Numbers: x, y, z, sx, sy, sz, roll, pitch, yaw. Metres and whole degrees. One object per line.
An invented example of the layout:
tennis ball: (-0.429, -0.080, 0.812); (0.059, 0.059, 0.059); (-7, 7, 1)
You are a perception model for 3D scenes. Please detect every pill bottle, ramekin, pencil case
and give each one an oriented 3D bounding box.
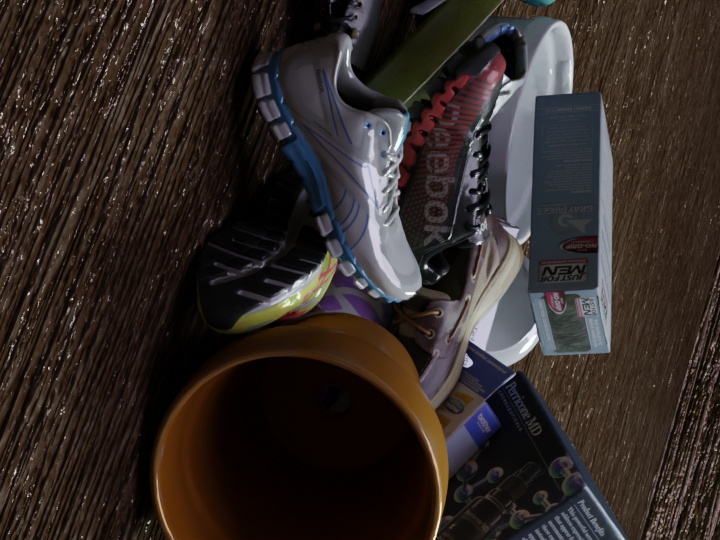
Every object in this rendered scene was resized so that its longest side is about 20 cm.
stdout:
pill bottle: (0.107, 0.034, 1.900); (0.200, 0.112, 0.114); (113, -9, -86)
ramekin: (0.109, -0.129, 1.891); (0.200, 0.104, 0.202); (12, 90, -72)
pencil case: (0.000, 0.000, 1.690); (0.201, 0.083, 0.086); (-61, 178, -38)

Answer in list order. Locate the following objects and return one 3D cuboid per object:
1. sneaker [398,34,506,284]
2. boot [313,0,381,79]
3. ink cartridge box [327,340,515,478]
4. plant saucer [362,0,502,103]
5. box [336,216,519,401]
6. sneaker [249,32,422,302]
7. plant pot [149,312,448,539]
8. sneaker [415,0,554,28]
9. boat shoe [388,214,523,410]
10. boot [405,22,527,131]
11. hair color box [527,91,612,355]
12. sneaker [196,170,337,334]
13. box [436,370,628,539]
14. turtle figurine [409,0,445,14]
sneaker: (0.066, -0.073, 1.570); (0.201, 0.098, 0.071); (-61, 173, 24)
boot: (-0.009, -0.214, 1.500); (0.200, 0.077, 0.139); (35, 67, -71)
ink cartridge box: (0.022, 0.132, 1.647); (0.200, 0.119, 0.042); (-46, 131, -10)
plant saucer: (0.033, -0.150, 1.611); (0.200, 0.031, 0.200); (-45, -175, 5)
box: (0.049, 0.051, 1.771); (0.041, 0.156, 0.202); (20, 82, -29)
sneaker: (0.003, -0.072, 1.479); (0.201, 0.086, 0.075); (62, 22, -15)
plant pot: (-0.029, 0.118, 1.509); (0.183, 0.198, 0.202); (-61, 159, -70)
sneaker: (0.119, -0.250, 1.829); (0.121, 0.083, 0.201); (38, 61, -37)
boat shoe: (0.050, 0.034, 1.636); (0.201, 0.072, 0.072); (-54, 134, -18)
boot: (0.073, -0.132, 1.697); (0.095, 0.073, 0.200); (-40, -166, 35)
hair color box: (0.178, -0.040, 1.804); (0.099, 0.060, 0.201); (70, 20, -54)
sneaker: (-0.057, 0.007, 1.517); (0.200, 0.078, 0.091); (-45, 151, -56)
box: (0.087, 0.203, 1.646); (0.107, 0.199, 0.149); (54, 5, -37)
turtle figurine: (0.138, -0.272, 1.584); (0.144, 0.192, 0.202); (31, 64, -83)
